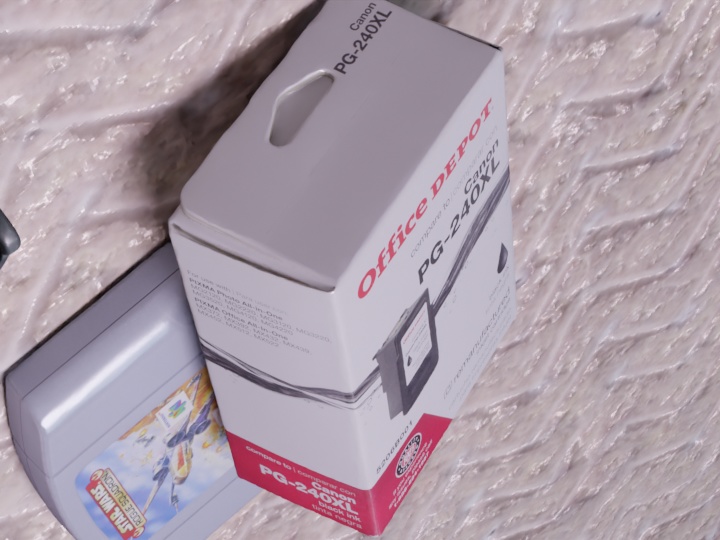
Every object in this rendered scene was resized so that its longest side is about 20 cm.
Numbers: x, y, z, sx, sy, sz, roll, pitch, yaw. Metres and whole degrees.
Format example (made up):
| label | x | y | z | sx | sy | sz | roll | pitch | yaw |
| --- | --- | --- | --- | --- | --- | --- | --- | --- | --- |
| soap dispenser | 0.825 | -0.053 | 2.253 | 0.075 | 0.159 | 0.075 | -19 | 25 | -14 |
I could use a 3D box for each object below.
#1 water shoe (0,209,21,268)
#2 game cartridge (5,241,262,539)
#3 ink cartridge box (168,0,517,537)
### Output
| label | x | y | z | sx | sy | sz | roll | pitch | yaw |
| --- | --- | --- | --- | --- | --- | --- | --- | --- | --- |
| water shoe | -0.177 | -0.048 | 0.702 | 0.072 | 0.079 | 0.200 | -48 | 151 | 5 |
| game cartridge | -0.093 | 0.074 | 1.018 | 0.133 | 0.041 | 0.200 | -44 | 152 | -13 |
| ink cartridge box | 0.000 | 0.000 | 0.949 | 0.146 | 0.083 | 0.201 | -55 | 156 | -27 |
